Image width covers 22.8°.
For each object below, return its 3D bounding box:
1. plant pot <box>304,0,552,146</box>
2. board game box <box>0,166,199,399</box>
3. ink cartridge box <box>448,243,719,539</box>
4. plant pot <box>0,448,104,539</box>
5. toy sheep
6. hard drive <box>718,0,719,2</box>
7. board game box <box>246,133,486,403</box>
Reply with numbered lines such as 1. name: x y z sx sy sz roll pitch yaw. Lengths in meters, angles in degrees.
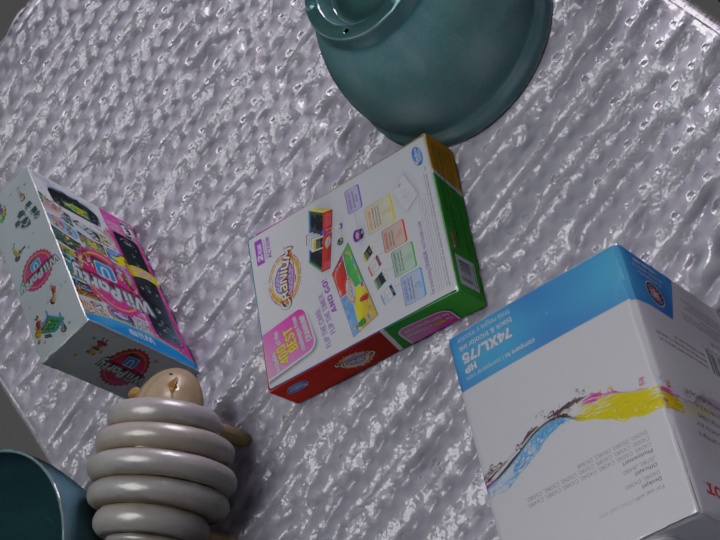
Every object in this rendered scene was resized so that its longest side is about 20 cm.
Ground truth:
1. plant pot: 0.038 -0.218 1.477 0.200 0.134 0.201 -18 60 35
2. board game box: -0.242 0.018 1.604 0.064 0.147 0.200 -41 50 16
3. ink cartridge box: 0.175 0.120 1.199 0.146 0.146 0.201 -31 53 26
4. plant pot: -0.275 0.267 1.529 0.199 0.135 0.201 -17 61 34
5. toy sheep: -0.162 0.176 1.474 0.137 0.138 0.201 -15 62 36
6. hard drive: 0.304 -0.228 1.227 0.139 0.200 0.033 -39 8 21
7. board game box: 0.000 0.000 1.476 0.199 0.040 0.154 -29 55 29
